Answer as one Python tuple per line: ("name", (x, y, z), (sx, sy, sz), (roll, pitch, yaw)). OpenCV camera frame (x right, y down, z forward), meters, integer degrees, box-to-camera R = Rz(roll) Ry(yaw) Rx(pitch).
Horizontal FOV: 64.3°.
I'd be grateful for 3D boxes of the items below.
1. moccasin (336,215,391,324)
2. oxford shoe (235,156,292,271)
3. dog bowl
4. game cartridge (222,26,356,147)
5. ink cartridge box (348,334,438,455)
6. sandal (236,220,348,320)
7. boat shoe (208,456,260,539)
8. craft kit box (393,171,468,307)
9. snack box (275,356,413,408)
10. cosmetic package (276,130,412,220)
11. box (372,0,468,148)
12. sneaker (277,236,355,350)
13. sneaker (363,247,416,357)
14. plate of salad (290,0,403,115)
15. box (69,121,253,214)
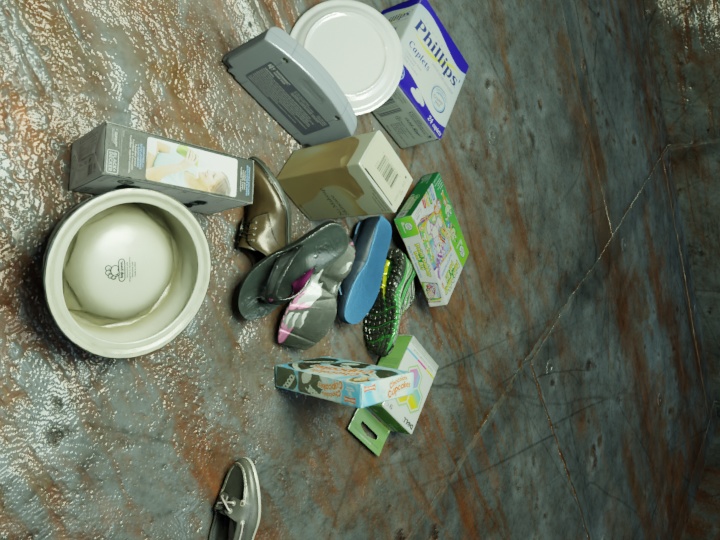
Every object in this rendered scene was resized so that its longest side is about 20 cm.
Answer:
("moccasin", (0.000, 0.000, 1.016), (0.080, 0.067, 0.203), (44, 60, -44))
("oxford shoe", (-0.149, -0.068, 0.860), (0.084, 0.072, 0.204), (-22, 104, -39))
("dog bowl", (-0.285, -0.003, 0.692), (0.198, 0.073, 0.204), (-16, 114, -42))
("game cartridge", (-0.099, -0.273, 0.873), (0.200, 0.132, 0.041), (42, 62, -37))
("ink cartridge box", (0.066, 0.234, 1.068), (0.104, 0.059, 0.202), (49, 56, -33))
("sandal", (-0.099, 0.000, 0.843), (0.200, 0.048, 0.076), (-40, 122, -8))
("boat shoe", (-0.186, 0.373, 0.812), (0.056, 0.066, 0.204), (9, 86, -49))
("craft kit box", (0.149, -0.066, 1.153), (0.201, 0.048, 0.200), (-56, 130, -50))
("snack box", (-0.028, 0.168, 0.884), (0.115, 0.198, 0.038), (-2, 92, -45))
("cosmetic package", (-0.029, -0.142, 0.894), (0.105, 0.198, 0.072), (48, 59, -32))
("box", (0.098, -0.377, 1.100), (0.184, 0.104, 0.203), (41, 60, -37))
("sneaker", (-0.072, 0.033, 0.935), (0.080, 0.086, 0.202), (30, 88, -18))
("sneaker", (0.067, 0.065, 1.074), (0.085, 0.077, 0.203), (32, 66, -41))
("plate of salad", (-0.026, -0.355, 0.965), (0.196, 0.048, 0.204), (1, 83, -6))
("box", (-0.248, -0.122, 0.729), (0.198, 0.115, 0.061), (7, 81, -44))
